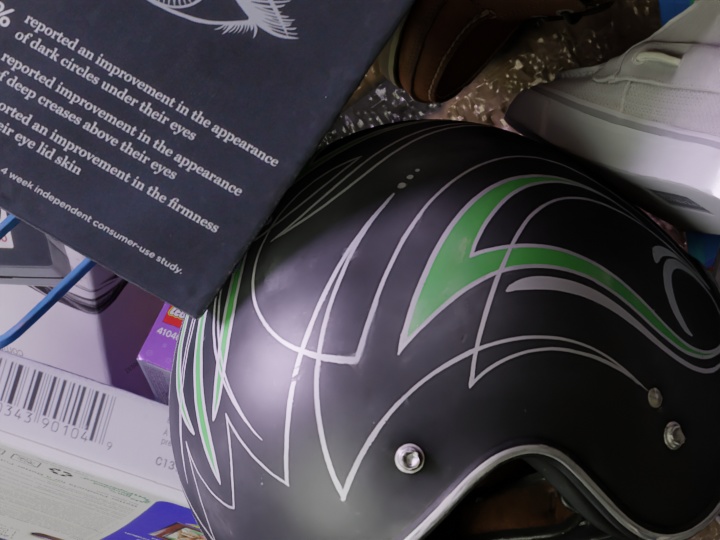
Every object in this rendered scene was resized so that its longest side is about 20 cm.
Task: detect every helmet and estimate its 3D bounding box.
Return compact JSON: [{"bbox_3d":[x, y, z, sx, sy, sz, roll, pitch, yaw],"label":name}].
[{"bbox_3d":[0.024,0.042,1.067,0.191,0.200,0.200,16,145,-26],"label":"helmet"}]

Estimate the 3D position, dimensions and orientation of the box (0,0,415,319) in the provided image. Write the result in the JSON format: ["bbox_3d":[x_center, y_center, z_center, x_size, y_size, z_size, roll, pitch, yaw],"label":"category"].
[{"bbox_3d":[-0.065,-0.111,1.002,0.148,0.104,0.200,31,109,-14],"label":"box"}]

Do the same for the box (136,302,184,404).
[{"bbox_3d":[-0.015,0.083,1.290,0.137,0.039,0.200,21,161,14],"label":"box"}]

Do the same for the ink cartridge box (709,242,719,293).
[{"bbox_3d":[0.217,0.053,1.064,0.200,0.042,0.119,23,108,30],"label":"ink cartridge box"}]

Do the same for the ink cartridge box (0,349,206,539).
[{"bbox_3d":[-0.104,0.097,1.264,0.198,0.043,0.200,19,161,-12],"label":"ink cartridge box"}]

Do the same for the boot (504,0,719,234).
[{"bbox_3d":[0.131,-0.068,1.065,0.074,0.096,0.200,32,176,-28],"label":"boot"}]

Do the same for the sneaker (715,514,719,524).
[{"bbox_3d":[0.177,0.092,1.163,0.081,0.075,0.200,31,164,-38],"label":"sneaker"}]

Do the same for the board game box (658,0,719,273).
[{"bbox_3d":[0.196,-0.041,1.108,0.152,0.045,0.200,11,125,35],"label":"board game box"}]

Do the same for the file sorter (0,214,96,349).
[{"bbox_3d":[-0.192,-0.081,1.206,0.139,0.123,0.200,13,134,34],"label":"file sorter"}]

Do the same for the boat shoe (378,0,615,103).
[{"bbox_3d":[0.071,-0.126,1.134,0.068,0.072,0.200,42,137,11],"label":"boat shoe"}]

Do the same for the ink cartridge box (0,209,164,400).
[{"bbox_3d":[-0.158,-0.034,1.380,0.144,0.084,0.200,14,127,33],"label":"ink cartridge box"}]
